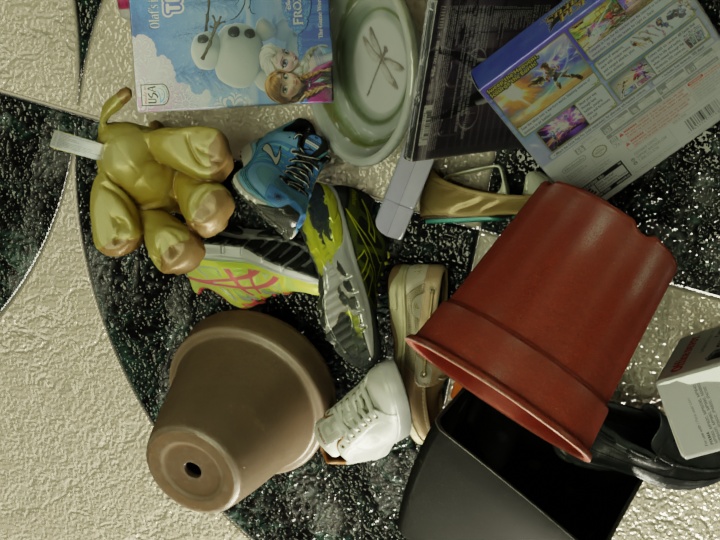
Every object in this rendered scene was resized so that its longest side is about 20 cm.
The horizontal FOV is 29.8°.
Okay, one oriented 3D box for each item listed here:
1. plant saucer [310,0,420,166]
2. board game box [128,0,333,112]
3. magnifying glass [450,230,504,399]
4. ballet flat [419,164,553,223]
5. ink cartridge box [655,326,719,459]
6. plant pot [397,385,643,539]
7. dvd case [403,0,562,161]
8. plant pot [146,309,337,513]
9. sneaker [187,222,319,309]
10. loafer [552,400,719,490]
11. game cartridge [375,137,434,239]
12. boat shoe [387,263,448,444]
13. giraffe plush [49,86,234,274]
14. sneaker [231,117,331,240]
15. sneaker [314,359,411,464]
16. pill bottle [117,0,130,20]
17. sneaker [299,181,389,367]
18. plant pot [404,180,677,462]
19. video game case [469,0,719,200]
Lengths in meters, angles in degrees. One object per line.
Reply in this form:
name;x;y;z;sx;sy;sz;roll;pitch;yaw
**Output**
plant saucer;0.013;-0.206;1.360;0.200;0.050;0.201;16;110;56
board game box;-0.130;-0.262;1.343;0.198;0.043;0.201;-4;99;-5
magnifying glass;0.129;0.050;1.404;0.022;0.080;0.201;24;119;15
ballet flat;0.153;-0.074;1.361;0.199;0.069;0.063;4;91;21
ink cartridge box;0.391;0.092;1.263;0.199;0.144;0.084;-21;95;26
plant pot;0.153;0.223;1.387;0.199;0.200;0.178;38;127;8
dvd case;0.123;-0.183;1.270;0.016;0.199;0.149;26;117;41
plant pot;-0.147;0.170;1.482;0.199;0.175;0.201;12;123;19
sneaker;-0.109;0.004;1.497;0.199;0.078;0.091;13;119;25
loafer;0.284;0.168;1.331;0.200;0.068;0.071;14;131;-18
game cartridge;0.065;-0.136;1.339;0.040;0.133;0.201;20;113;-3
boat shoe;0.073;0.091;1.440;0.064;0.071;0.201;-2;107;19
giraffe plush;-0.217;-0.093;1.453;0.200;0.162;0.173;33;93;7
sneaker;-0.075;-0.107;1.383;0.090;0.200;0.078;-40;115;15
sneaker;-0.001;0.162;1.431;0.200;0.084;0.073;108;144;-58
pill bottle;-0.209;-0.366;1.397;0.113;0.113;0.201;-2;105;23
sneaker;0.000;0.000;1.415;0.074;0.084;0.201;-20;81;53
plant pot;0.175;0.037;1.234;0.200;0.201;0.196;32;84;11
video game case;0.232;-0.173;1.238;0.200;0.046;0.181;-36;123;14
